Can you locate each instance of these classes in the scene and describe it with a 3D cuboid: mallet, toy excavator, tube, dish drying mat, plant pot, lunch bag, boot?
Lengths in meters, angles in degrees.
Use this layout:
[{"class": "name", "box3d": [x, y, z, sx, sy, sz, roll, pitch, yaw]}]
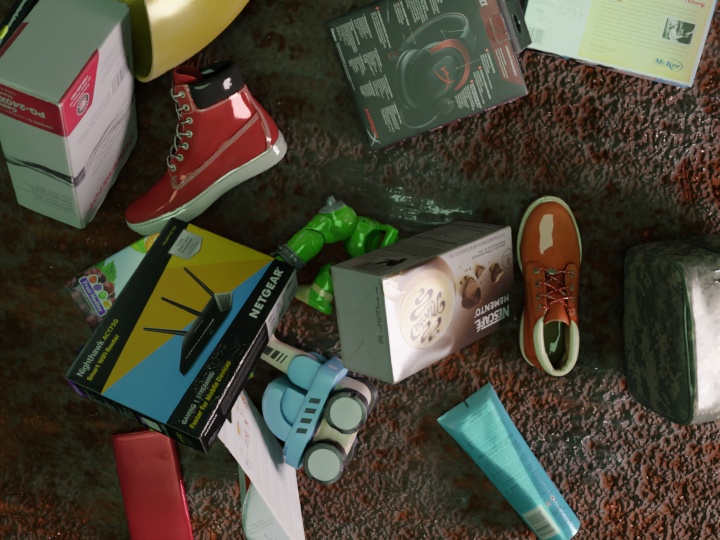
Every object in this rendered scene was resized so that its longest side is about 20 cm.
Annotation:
[{"class": "mallet", "box3d": [-0.425, -0.251, 0.984, 0.066, 0.041, 0.201, 26, 94, -6]}, {"class": "toy excavator", "box3d": [-0.076, 0.120, 1.003, 0.199, 0.100, 0.195, 24, 97, 7]}, {"class": "tube", "box3d": [0.181, 0.235, 1.032, 0.077, 0.050, 0.200, -37, 91, 2]}, {"class": "dish drying mat", "box3d": [-0.249, 0.290, 1.066, 0.076, 0.018, 0.201, -8, 97, 2]}, {"class": "plant pot", "box3d": [-0.194, -0.315, 0.904, 0.142, 0.200, 0.201, -25, 98, -23]}, {"class": "lunch bag", "box3d": [0.394, 0.055, 0.957, 0.167, 0.139, 0.201, -8, 99, -13]}, {"class": "boot", "box3d": [0.216, 0.018, 0.967, 0.075, 0.107, 0.201, -1, 97, 4]}, {"class": "boot", "box3d": [-0.197, -0.138, 0.943, 0.200, 0.072, 0.144, -34, 129, 0]}]

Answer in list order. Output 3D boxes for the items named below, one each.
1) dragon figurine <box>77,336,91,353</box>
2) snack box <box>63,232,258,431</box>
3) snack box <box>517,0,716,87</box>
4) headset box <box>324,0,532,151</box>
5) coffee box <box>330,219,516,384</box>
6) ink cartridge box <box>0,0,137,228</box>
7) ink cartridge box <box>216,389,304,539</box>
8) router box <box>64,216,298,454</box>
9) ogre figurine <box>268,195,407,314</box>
[{"class": "dragon figurine", "box3d": [-0.198, 0.065, 0.936, 0.199, 0.099, 0.059, -19, 97, 3]}, {"class": "snack box", "box3d": [-0.229, 0.064, 1.013, 0.142, 0.053, 0.201, -29, 97, 4]}, {"class": "snack box", "box3d": [0.279, -0.281, 0.954, 0.199, 0.037, 0.117, 14, 100, 0]}, {"class": "headset box", "box3d": [0.082, -0.232, 0.938, 0.199, 0.075, 0.149, -19, 98, 12]}, {"class": "coffee box", "box3d": [0.072, 0.026, 0.921, 0.199, 0.080, 0.114, -20, 112, -39]}, {"class": "ink cartridge box", "box3d": [-0.297, -0.163, 0.889, 0.083, 0.200, 0.146, 19, 56, 1]}, {"class": "ink cartridge box", "box3d": [-0.126, 0.210, 0.948, 0.050, 0.162, 0.200, -28, 118, 4]}, {"class": "router box", "box3d": [-0.171, 0.060, 0.862, 0.149, 0.051, 0.201, 21, 61, 11]}, {"class": "ogre figurine", "box3d": [0.000, 0.000, 0.972, 0.199, 0.098, 0.120, 28, 93, -5]}]
